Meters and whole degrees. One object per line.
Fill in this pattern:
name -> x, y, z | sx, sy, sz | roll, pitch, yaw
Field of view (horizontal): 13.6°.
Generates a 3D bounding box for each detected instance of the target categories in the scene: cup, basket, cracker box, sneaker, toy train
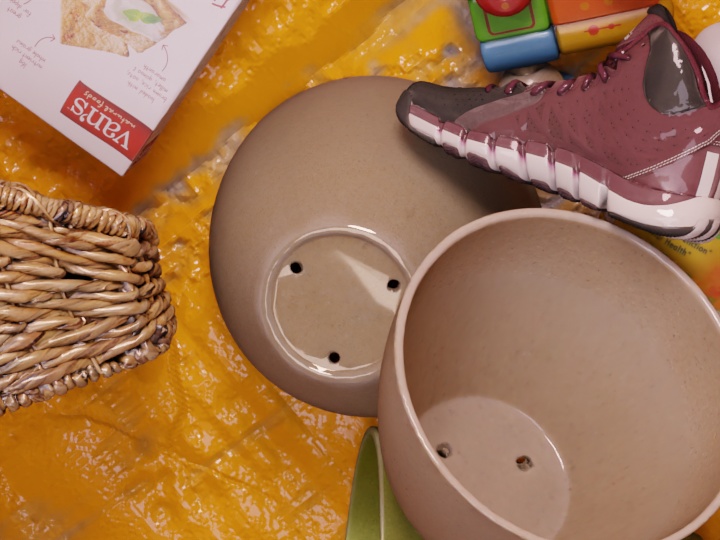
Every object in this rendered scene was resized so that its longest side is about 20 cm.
cup -> 0.090, 0.088, 1.621 | 0.200, 0.200, 0.143 | 33, 146, -1
basket -> -0.191, -0.017, 1.708 | 0.142, 0.200, 0.149 | -20, 101, -15
cracker box -> -0.132, -0.174, 1.730 | 0.134, 0.058, 0.200 | 35, 109, 0
sneaker -> 0.122, -0.097, 1.635 | 0.200, 0.076, 0.116 | 22, 98, 24
toy train -> 0.158, -0.150, 1.681 | 0.199, 0.085, 0.116 | -11, 119, 7

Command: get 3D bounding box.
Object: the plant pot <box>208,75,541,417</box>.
plant pot -> 0.000, 0.000, 1.716 | 0.200, 0.134, 0.201 | 3, 105, 9

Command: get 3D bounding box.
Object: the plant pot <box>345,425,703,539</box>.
plant pot -> 0.097, 0.190, 1.745 | 0.199, 0.187, 0.188 | 4, 107, -6

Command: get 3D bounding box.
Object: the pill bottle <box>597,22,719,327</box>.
pill bottle -> 0.215, -0.068, 1.670 | 0.111, 0.111, 0.200 | 28, 108, 1
